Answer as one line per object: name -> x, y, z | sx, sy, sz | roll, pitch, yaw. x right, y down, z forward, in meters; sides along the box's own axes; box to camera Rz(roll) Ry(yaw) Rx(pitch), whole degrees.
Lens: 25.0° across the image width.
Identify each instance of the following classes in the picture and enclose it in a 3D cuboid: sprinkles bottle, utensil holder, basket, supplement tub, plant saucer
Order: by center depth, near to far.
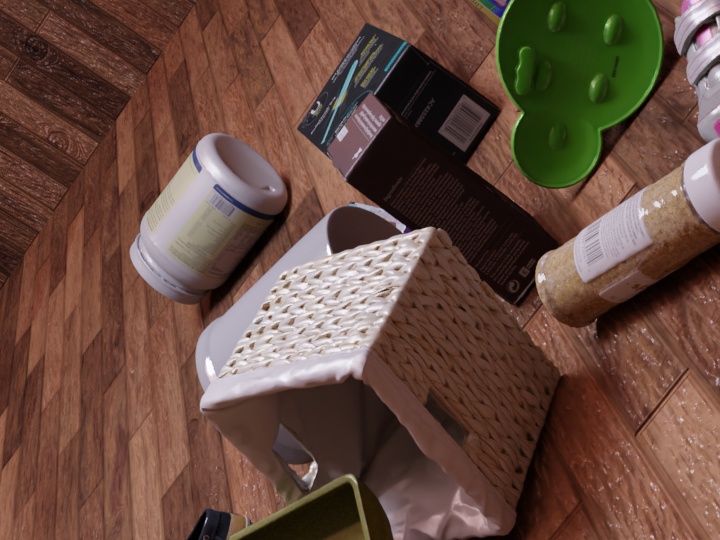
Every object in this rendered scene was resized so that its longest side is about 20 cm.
sprinkles bottle -> 0.218, -0.025, 1.233 | 0.200, 0.068, 0.069 | -37, 28, 46
plant saucer -> -0.019, 0.280, 1.273 | 0.199, 0.047, 0.202 | -34, 64, 48
basket -> 0.019, 0.099, 1.287 | 0.199, 0.199, 0.162 | -17, 34, 43
utensil holder -> -0.034, 0.060, 1.568 | 0.200, 0.169, 0.171 | -43, 24, 28
supplement tub -> -0.207, -0.068, 2.195 | 0.200, 0.144, 0.146 | -50, 21, 21

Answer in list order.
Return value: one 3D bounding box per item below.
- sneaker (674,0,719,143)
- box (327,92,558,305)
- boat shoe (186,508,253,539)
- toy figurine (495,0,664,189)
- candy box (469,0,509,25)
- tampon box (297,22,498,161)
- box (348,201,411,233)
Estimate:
sneaker -> 0.278, -0.170, 1.249 | 0.081, 0.088, 0.201 | -42, 18, 37
box -> 0.072, -0.064, 1.443 | 0.075, 0.199, 0.100 | -53, 20, 9
boat shoe -> -0.186, 0.316, 1.699 | 0.200, 0.062, 0.075 | -48, 23, 29
toy figurine -> 0.189, -0.189, 1.519 | 0.184, 0.148, 0.203 | -86, 8, -77
candy box -> 0.159, -0.370, 1.738 | 0.199, 0.168, 0.078 | -26, 33, 57
tampon box -> 0.036, -0.167, 1.790 | 0.151, 0.126, 0.200 | -55, 19, 5
box -> 0.000, 0.000, 1.756 | 0.138, 0.039, 0.200 | -59, 20, -4
